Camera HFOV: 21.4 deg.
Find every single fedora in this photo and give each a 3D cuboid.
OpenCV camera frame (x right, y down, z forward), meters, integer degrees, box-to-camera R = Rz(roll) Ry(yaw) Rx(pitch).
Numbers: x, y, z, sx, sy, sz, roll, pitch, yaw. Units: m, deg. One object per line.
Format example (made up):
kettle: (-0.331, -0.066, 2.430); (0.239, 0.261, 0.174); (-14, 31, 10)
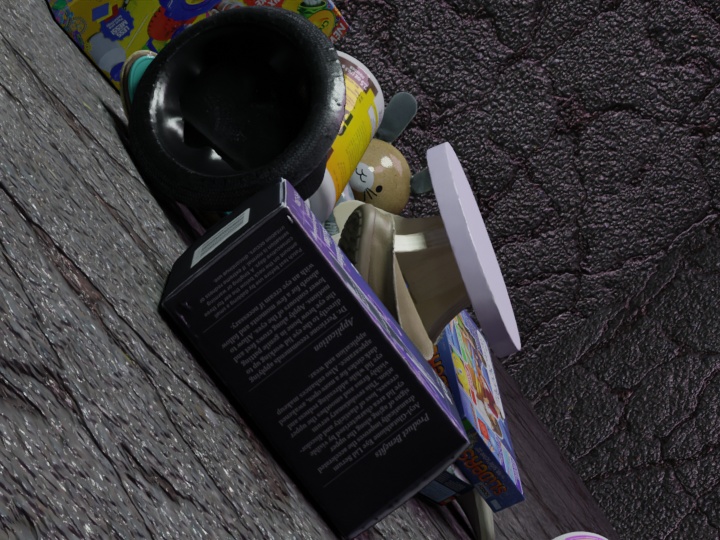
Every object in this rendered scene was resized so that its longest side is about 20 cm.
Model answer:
fedora: (-0.088, -0.112, 1.521); (0.201, 0.200, 0.092); (56, -1, 38)

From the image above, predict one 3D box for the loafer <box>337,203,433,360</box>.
loafer: (0.020, 0.045, 1.506); (0.076, 0.067, 0.202); (-139, -134, -71)

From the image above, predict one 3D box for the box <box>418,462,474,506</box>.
box: (0.026, 0.102, 1.682); (0.201, 0.037, 0.137); (65, 11, 22)

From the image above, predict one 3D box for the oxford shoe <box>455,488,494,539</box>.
oxford shoe: (0.081, 0.171, 1.828); (0.075, 0.057, 0.202); (108, -37, -84)

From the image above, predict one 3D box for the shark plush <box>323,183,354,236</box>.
shark plush: (0.000, 0.000, 1.813); (0.201, 0.083, 0.091); (55, 5, 27)

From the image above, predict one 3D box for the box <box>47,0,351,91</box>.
box: (-0.151, -0.246, 1.725); (0.193, 0.199, 0.122); (48, 6, -34)

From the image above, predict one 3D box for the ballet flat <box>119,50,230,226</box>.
ballet flat: (-0.144, -0.099, 1.608); (0.200, 0.071, 0.071); (51, 5, -21)

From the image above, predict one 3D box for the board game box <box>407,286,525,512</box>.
board game box: (0.093, 0.104, 1.747); (0.136, 0.034, 0.201); (54, 18, -40)

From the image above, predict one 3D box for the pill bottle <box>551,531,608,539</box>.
pill bottle: (0.218, 0.324, 1.737); (0.104, 0.104, 0.200); (51, 5, -18)

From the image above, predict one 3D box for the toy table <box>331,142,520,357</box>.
toy table: (0.052, 0.000, 1.607); (0.184, 0.116, 0.201); (59, 12, -45)

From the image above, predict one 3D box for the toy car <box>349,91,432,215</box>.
toy car: (-0.003, -0.088, 1.972); (0.165, 0.199, 0.158); (57, 5, 13)

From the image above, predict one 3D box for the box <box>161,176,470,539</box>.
box: (-0.030, 0.054, 1.258); (0.200, 0.104, 0.148); (52, 4, -10)

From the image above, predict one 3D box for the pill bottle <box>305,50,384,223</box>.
pill bottle: (-0.057, -0.110, 1.769); (0.109, 0.109, 0.201); (51, 42, -22)
